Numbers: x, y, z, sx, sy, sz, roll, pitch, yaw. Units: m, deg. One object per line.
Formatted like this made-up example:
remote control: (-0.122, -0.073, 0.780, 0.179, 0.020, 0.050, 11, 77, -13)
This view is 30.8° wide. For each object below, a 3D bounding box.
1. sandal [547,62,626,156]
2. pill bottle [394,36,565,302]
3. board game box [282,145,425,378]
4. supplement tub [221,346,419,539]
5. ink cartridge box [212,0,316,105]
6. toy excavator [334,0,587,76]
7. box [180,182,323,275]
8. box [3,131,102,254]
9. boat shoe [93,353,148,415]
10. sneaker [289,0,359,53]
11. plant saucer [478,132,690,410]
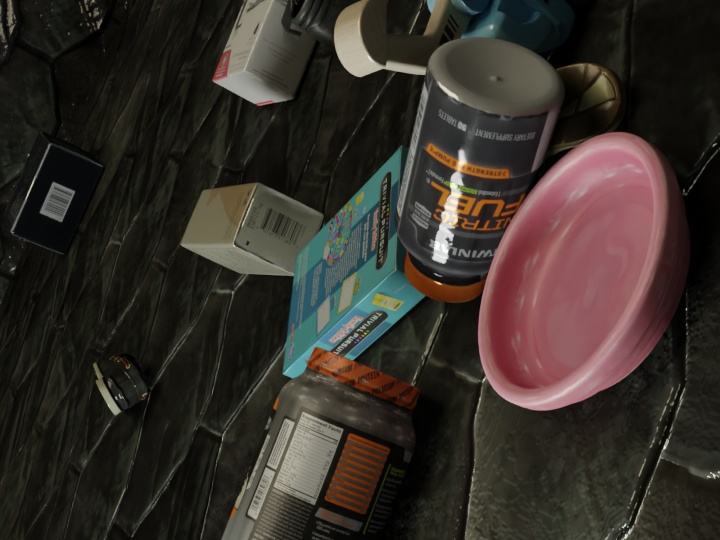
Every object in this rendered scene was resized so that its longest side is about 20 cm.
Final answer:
sandal: (0.141, -0.128, 1.062, 0.199, 0.054, 0.081, -1, 95, 48)
pill bottle: (0.085, -0.070, 1.018, 0.107, 0.105, 0.201, -95, 13, -49)
board game box: (0.000, 0.000, 1.255, 0.200, 0.047, 0.152, -43, 32, 42)
supplement tub: (-0.030, 0.173, 1.064, 0.122, 0.122, 0.202, 10, 77, 66)
ink cartridge box: (-0.110, -0.335, 1.763, 0.145, 0.084, 0.202, 6, 72, 66)
toy excavator: (0.086, -0.210, 1.070, 0.099, 0.194, 0.202, -11, 52, 51)
box: (-0.130, -0.046, 1.521, 0.200, 0.094, 0.078, 4, 71, 64)
box: (-0.632, -0.161, 2.670, 0.201, 0.123, 0.196, -65, 25, 4)
boat shoe: (-0.331, 0.153, 1.811, 0.063, 0.074, 0.201, -32, 9, -11)
sneaker: (-0.026, -0.361, 1.586, 0.071, 0.099, 0.202, -28, 42, 57)
plant saucer: (0.159, 0.005, 0.905, 0.201, 0.050, 0.202, -48, 28, 37)
